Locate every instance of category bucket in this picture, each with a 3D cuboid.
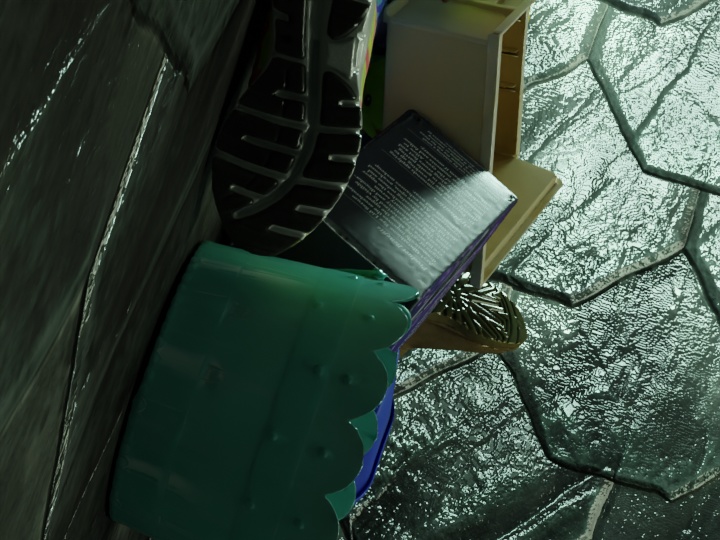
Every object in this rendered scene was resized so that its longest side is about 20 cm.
[{"bbox_3d":[-0.057,0.086,1.209,0.207,0.134,0.209,19,90,-87],"label":"bucket"}]

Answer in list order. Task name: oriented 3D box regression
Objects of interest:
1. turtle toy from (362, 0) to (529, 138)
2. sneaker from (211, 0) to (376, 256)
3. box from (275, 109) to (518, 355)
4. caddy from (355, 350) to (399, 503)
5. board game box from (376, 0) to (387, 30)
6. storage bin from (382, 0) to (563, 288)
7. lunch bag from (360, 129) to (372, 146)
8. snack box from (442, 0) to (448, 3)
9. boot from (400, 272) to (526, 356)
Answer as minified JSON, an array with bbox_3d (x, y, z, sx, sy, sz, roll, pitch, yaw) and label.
[{"bbox_3d":[0.051,-0.187,1.654,0.101,0.145,0.201,78,29,-67],"label":"turtle toy"},{"bbox_3d":[-0.028,-0.105,1.152,0.090,0.078,0.201,-70,178,-84],"label":"sneaker"},{"bbox_3d":[0.000,0.000,1.386,0.148,0.104,0.200,-53,175,33],"label":"box"},{"bbox_3d":[-0.046,0.110,1.611,0.201,0.140,0.105,-68,172,-49],"label":"caddy"},{"bbox_3d":[-0.017,-0.159,1.368,0.152,0.045,0.201,104,5,-68],"label":"board game box"},{"bbox_3d":[0.092,-0.128,1.525,0.199,0.093,0.201,-47,145,-52],"label":"storage bin"},{"bbox_3d":[0.020,-0.078,1.774,0.136,0.132,0.201,-46,162,-31],"label":"lunch bag"},{"bbox_3d":[0.128,-0.288,1.421,0.142,0.053,0.200,-32,-164,53],"label":"snack box"},{"bbox_3d":[0.021,0.074,1.771,0.200,0.174,0.066,-47,-146,39],"label":"boot"}]
